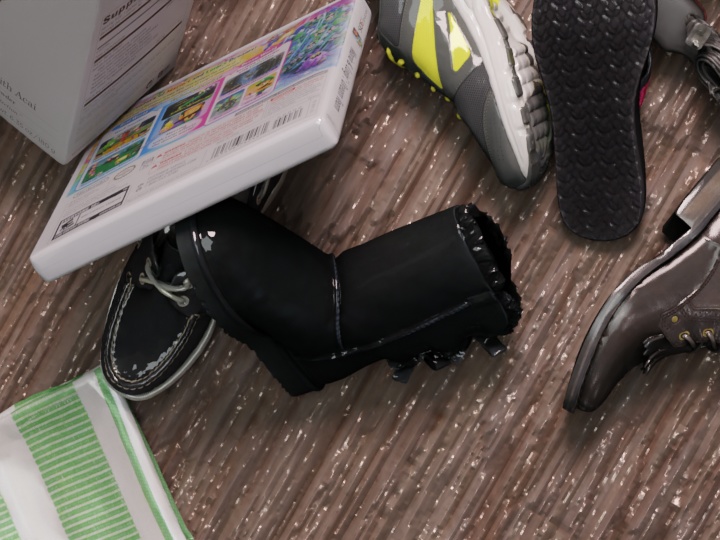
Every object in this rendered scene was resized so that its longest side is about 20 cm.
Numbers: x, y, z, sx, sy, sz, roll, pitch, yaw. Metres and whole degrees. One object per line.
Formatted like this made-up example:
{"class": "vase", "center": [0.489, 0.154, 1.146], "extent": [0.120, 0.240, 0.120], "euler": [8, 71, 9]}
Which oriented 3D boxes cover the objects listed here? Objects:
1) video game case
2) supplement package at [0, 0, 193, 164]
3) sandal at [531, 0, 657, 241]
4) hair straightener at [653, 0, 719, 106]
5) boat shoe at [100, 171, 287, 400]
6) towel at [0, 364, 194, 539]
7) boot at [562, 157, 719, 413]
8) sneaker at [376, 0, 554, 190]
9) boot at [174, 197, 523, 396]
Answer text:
{"class": "video game case", "center": [-0.090, -0.083, 1.002], "extent": [0.198, 0.183, 0.024], "euler": [-24, 115, 20]}
{"class": "supplement package", "center": [-0.172, -0.187, 1.004], "extent": [0.121, 0.201, 0.120], "euler": [38, 55, 8]}
{"class": "sandal", "center": [0.145, -0.116, 1.032], "extent": [0.074, 0.045, 0.202], "euler": [5, 120, 17]}
{"class": "hair straightener", "center": [0.205, -0.129, 1.031], "extent": [0.041, 0.077, 0.201], "euler": [-37, 86, 18]}
{"class": "boat shoe", "center": [-0.108, -0.011, 1.068], "extent": [0.073, 0.060, 0.201], "euler": [33, 88, 7]}
{"class": "towel", "center": [-0.221, 0.168, 1.103], "extent": [0.198, 0.023, 0.154], "euler": [-27, 86, 6]}
{"class": "boot", "center": [0.237, 0.047, 1.024], "extent": [0.174, 0.069, 0.201], "euler": [38, 91, 7]}
{"class": "sneaker", "center": [0.059, -0.140, 1.061], "extent": [0.084, 0.074, 0.202], "euler": [-22, 85, 25]}
{"class": "boot", "center": [0.000, 0.000, 1.003], "extent": [0.161, 0.199, 0.074], "euler": [-18, 52, 16]}
